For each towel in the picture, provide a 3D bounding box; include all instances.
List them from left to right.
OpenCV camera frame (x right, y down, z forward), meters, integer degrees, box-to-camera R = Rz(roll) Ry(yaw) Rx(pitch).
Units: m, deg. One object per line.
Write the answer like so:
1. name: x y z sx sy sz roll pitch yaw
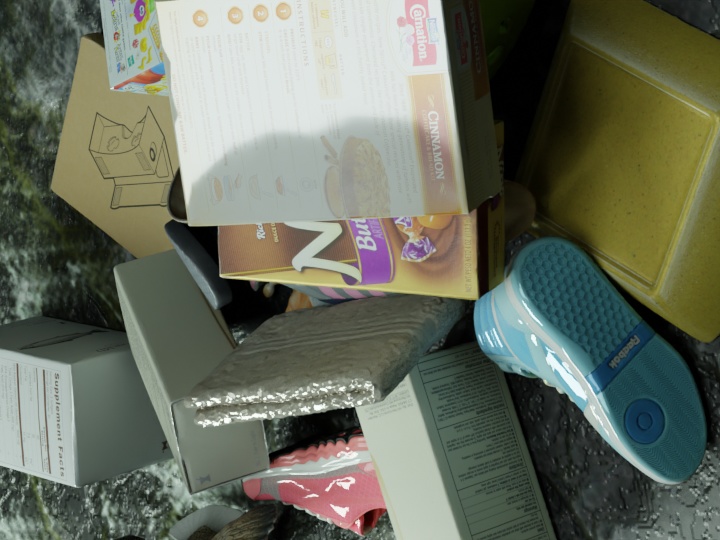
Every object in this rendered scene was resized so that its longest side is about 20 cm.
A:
1. towel: -0.027 0.067 1.452 0.200 0.133 0.035 -10 115 40

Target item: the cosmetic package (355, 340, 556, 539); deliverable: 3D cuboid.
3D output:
1. cosmetic package: 0.074 0.161 1.472 0.071 0.105 0.200 -22 81 46

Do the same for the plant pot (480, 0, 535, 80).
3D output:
1. plant pot: 0.025 -0.243 1.372 0.181 0.200 0.199 -45 68 34

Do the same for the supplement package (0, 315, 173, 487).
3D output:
1. supplement package: -0.281 0.117 1.803 0.200 0.117 0.117 8 104 43

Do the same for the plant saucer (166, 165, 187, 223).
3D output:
1. plant saucer: -0.069 -0.105 1.525 0.200 0.200 0.032 -17 127 45

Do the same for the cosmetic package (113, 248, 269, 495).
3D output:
1. cosmetic package: -0.143 0.079 1.619 0.200 0.073 0.104 -122 19 -50

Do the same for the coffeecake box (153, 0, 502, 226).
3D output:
1. coffeecake box: -0.020 -0.113 1.264 0.200 0.073 0.154 -2 105 23

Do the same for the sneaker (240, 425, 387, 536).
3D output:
1. sneaker: -0.026 0.180 1.597 0.200 0.074 0.087 -18 90 47

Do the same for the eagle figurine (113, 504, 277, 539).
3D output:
1. eagle figurine: -0.136 0.256 1.644 0.151 0.152 0.200 28 161 23

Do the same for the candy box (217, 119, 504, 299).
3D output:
1. candy box: -0.002 -0.048 1.348 0.200 0.056 0.117 4 105 25

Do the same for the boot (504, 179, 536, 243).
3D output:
1. boot: 0.045 -0.071 1.440 0.201 0.144 0.071 -11 125 26

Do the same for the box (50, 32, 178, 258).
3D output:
1. box: -0.198 -0.099 1.741 0.200 0.021 0.164 36 122 35

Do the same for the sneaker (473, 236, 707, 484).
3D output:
1. sneaker: 0.160 0.070 1.398 0.200 0.080 0.131 56 158 -2

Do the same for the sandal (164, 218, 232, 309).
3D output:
1. sandal: -0.123 -0.023 1.582 0.076 0.043 0.200 58 -179 -15

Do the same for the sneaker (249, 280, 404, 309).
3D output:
1. sneaker: 0.000 0.000 1.516 0.200 0.070 0.082 18 123 19

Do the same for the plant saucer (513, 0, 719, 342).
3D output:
1. plant saucer: 0.187 -0.076 1.348 0.200 0.048 0.200 34 121 34

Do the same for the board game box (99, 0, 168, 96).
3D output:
1. board game box: -0.108 -0.217 1.559 0.200 0.103 0.105 -18 75 45

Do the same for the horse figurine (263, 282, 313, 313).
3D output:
1. horse figurine: -0.054 -0.023 1.597 0.132 0.050 0.200 -13 92 51
